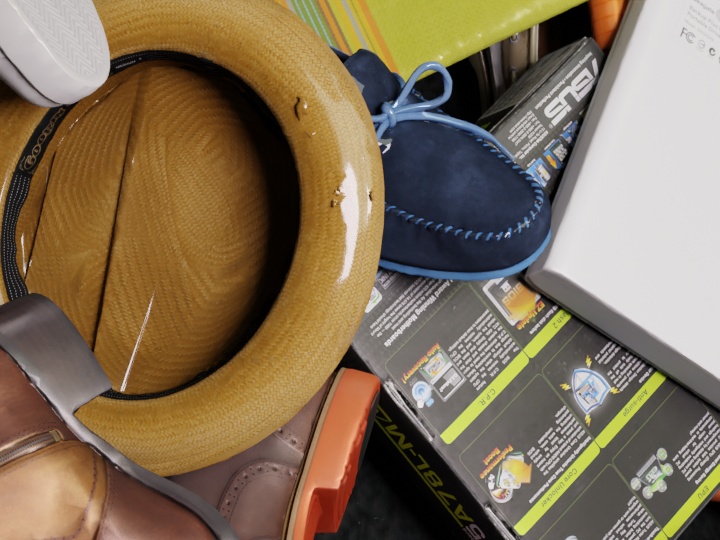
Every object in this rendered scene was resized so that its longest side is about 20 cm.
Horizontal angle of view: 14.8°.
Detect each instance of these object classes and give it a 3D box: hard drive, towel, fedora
[{"bbox_3d":[0.161,-0.050,1.251,0.132,0.026,0.201,32,63,-20],"label":"hard drive"},{"bbox_3d":[0.025,-0.132,1.256,0.018,0.199,0.087,87,-22,-88],"label":"towel"},{"bbox_3d":[-0.079,-0.017,1.123,0.202,0.200,0.082,65,5,6],"label":"fedora"}]

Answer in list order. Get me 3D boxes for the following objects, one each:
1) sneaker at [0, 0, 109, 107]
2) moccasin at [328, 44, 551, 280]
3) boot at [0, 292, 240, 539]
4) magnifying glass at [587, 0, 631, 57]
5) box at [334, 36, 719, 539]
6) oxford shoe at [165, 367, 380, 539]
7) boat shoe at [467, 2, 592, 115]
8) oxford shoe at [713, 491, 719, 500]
[{"bbox_3d":[-0.193,-0.122,1.082,0.200,0.115,0.074,52,20,4],"label":"sneaker"},{"bbox_3d":[-0.011,-0.058,1.171,0.199,0.068,0.081,23,50,21],"label":"moccasin"},{"bbox_3d":[-0.146,0.124,0.998,0.200,0.068,0.189,-33,90,-35],"label":"boot"},{"bbox_3d":[0.108,-0.196,1.293,0.079,0.022,0.201,13,67,-51],"label":"magnifying glass"},{"bbox_3d":[0.093,0.029,1.236,0.200,0.047,0.193,-45,103,-28],"label":"box"},{"bbox_3d":[-0.056,0.121,1.123,0.072,0.071,0.201,19,57,6],"label":"oxford shoe"},{"bbox_3d":[0.101,-0.073,1.323,0.074,0.068,0.201,-25,99,-26],"label":"boat shoe"},{"bbox_3d":[0.191,0.024,1.375,0.072,0.071,0.201,23,63,-38],"label":"oxford shoe"}]
